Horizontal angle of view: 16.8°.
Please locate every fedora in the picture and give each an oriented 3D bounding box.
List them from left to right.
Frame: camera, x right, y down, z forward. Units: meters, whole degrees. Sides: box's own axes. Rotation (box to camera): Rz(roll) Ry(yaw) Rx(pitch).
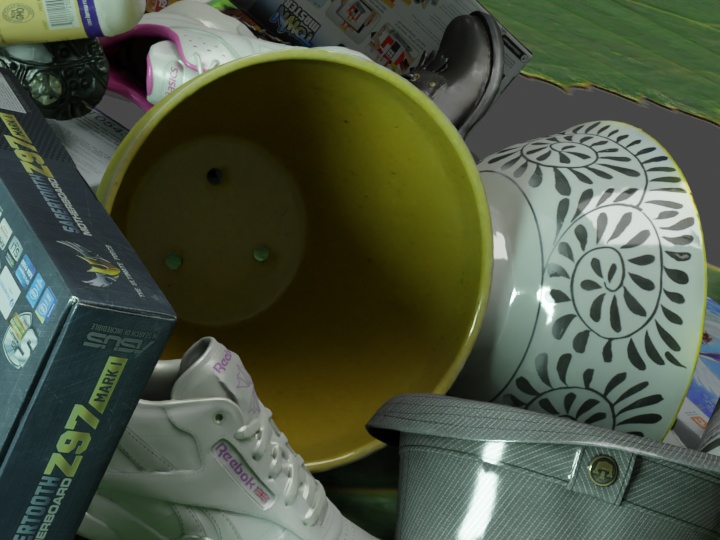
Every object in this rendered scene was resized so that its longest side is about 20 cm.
[{"bbox_3d":[0.093,0.120,1.115,0.199,0.091,0.177,16,-10,-21],"label":"fedora"}]

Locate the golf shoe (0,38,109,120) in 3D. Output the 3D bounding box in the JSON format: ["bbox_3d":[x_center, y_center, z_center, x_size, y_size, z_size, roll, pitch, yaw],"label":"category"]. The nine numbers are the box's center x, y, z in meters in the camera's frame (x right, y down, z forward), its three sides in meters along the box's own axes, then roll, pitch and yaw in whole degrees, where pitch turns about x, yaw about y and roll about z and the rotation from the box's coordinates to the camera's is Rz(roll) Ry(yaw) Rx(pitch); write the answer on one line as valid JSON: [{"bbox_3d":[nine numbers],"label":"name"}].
[{"bbox_3d":[-0.212,-0.151,1.349,0.199,0.078,0.088,33,11,14],"label":"golf shoe"}]

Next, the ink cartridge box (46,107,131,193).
[{"bbox_3d":[-0.228,-0.079,1.315,0.196,0.044,0.200,32,19,17],"label":"ink cartridge box"}]

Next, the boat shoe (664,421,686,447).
[{"bbox_3d":[0.136,0.081,1.335,0.200,0.069,0.075,38,21,17],"label":"boat shoe"}]

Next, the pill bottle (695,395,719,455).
[{"bbox_3d":[0.228,0.108,1.255,0.113,0.114,0.200,28,42,4],"label":"pill bottle"}]

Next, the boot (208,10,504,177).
[{"bbox_3d":[-0.008,-0.115,1.532,0.173,0.069,0.201,25,56,-11],"label":"boot"}]

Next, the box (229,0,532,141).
[{"bbox_3d":[0.015,-0.161,1.602,0.200,0.110,0.035,40,0,-37],"label":"box"}]

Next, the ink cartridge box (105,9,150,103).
[{"bbox_3d":[-0.119,-0.156,1.620,0.175,0.045,0.200,17,24,-23],"label":"ink cartridge box"}]

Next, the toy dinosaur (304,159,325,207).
[{"bbox_3d":[0.000,0.000,1.361,0.101,0.058,0.200,31,-5,8],"label":"toy dinosaur"}]

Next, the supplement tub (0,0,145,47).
[{"bbox_3d":[-0.214,-0.182,1.229,0.198,0.146,0.146,-5,25,-1],"label":"supplement tub"}]

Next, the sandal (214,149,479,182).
[{"bbox_3d":[-0.031,-0.054,1.412,0.199,0.058,0.080,6,-1,13],"label":"sandal"}]

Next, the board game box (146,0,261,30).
[{"bbox_3d":[-0.142,-0.202,1.606,0.200,0.030,0.095,37,24,20],"label":"board game box"}]

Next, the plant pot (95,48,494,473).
[{"bbox_3d":[-0.052,-0.012,1.203,0.199,0.201,0.142,18,1,-21],"label":"plant pot"}]

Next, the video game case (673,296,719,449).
[{"bbox_3d":[0.190,0.062,1.482,0.199,0.046,0.181,1,34,-50],"label":"video game case"}]

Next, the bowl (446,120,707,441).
[{"bbox_3d":[0.077,0.016,1.243,0.094,0.202,0.201,8,28,-32],"label":"bowl"}]

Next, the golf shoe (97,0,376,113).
[{"bbox_3d":[-0.064,-0.093,1.320,0.199,0.076,0.091,19,18,35],"label":"golf shoe"}]

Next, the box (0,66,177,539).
[{"bbox_3d":[-0.159,0.027,0.987,0.051,0.158,0.200,11,27,-34],"label":"box"}]

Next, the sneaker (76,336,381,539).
[{"bbox_3d":[-0.054,0.091,1.044,0.199,0.100,0.075,26,17,-10],"label":"sneaker"}]

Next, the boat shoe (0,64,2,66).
[{"bbox_3d":[-0.257,-0.056,1.156,0.068,0.072,0.200,1,33,43],"label":"boat shoe"}]
